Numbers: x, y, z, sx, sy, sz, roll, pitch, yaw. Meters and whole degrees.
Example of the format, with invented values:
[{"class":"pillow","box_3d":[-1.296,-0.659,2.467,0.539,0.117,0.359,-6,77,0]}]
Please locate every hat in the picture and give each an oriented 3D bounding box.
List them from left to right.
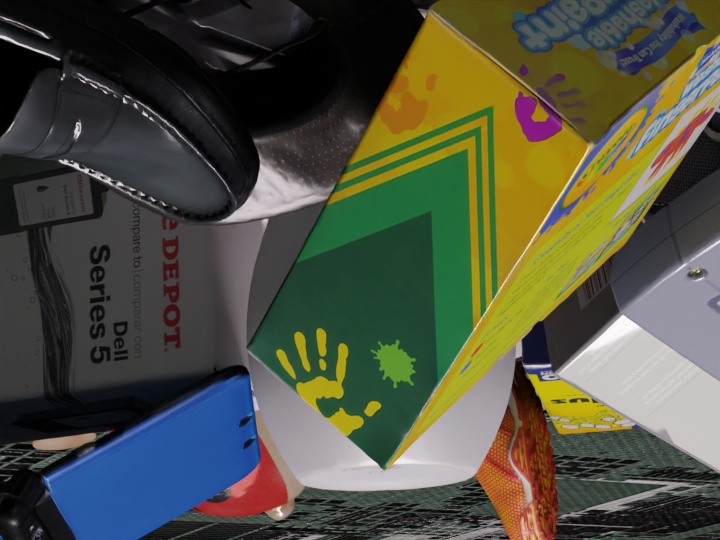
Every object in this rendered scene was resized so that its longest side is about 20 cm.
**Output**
[{"class":"hat","box_3d":[-0.059,-0.104,0.832,0.198,0.082,0.201,2,146,1]}]

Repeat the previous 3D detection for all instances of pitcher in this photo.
[{"class":"pitcher","box_3d":[0.000,0.000,0.995,0.120,0.202,0.172,3,165,-19]}]

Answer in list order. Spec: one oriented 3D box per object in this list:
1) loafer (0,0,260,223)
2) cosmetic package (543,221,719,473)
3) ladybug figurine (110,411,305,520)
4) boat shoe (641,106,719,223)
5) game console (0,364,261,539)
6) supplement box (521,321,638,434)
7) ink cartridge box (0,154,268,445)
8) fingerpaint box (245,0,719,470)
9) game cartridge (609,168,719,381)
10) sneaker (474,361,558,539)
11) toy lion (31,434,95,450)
[{"class":"loafer","box_3d":[-0.119,-0.066,0.756,0.068,0.071,0.200,-24,133,40]},{"class":"cosmetic package","box_3d":[0.198,0.040,1.102,0.199,0.091,0.107,30,122,-28]},{"class":"ladybug figurine","box_3d":[-0.108,0.067,1.238,0.072,0.200,0.136,-40,-178,-28]},{"class":"boat shoe","box_3d":[0.164,-0.087,0.918,0.092,0.075,0.200,15,136,-34]},{"class":"game console","box_3d":[-0.151,0.080,1.041,0.170,0.119,0.200,28,163,8]},{"class":"supplement box","box_3d":[0.155,0.022,1.271,0.108,0.111,0.200,-6,165,10]},{"class":"ink cartridge box","box_3d":[-0.144,0.003,1.073,0.198,0.147,0.084,-9,162,20]},{"class":"fingerpaint box","box_3d":[0.065,-0.048,0.780,0.200,0.073,0.167,-39,164,-47]},{"class":"game cartridge","box_3d":[0.214,-0.019,0.933,0.199,0.041,0.133,-29,146,27]},{"class":"sneaker","box_3d":[0.061,0.075,1.278,0.077,0.201,0.073,-26,170,15]},{"class":"toy lion","box_3d":[-0.155,0.061,1.458,0.190,0.069,0.200,-14,162,11]}]
